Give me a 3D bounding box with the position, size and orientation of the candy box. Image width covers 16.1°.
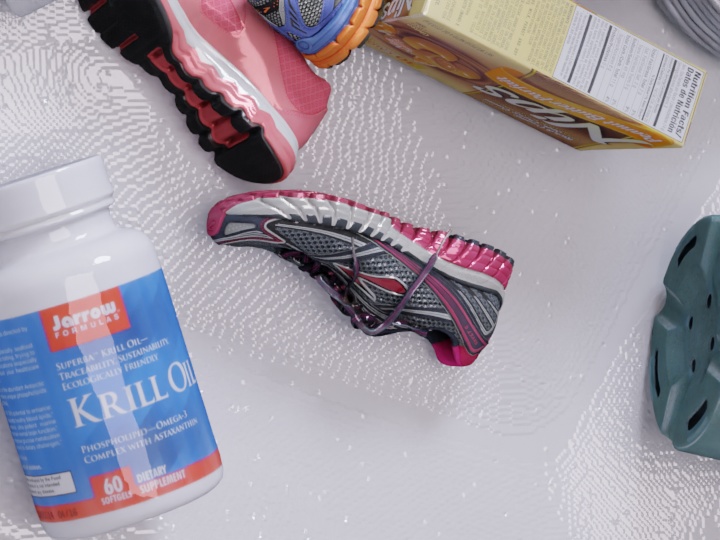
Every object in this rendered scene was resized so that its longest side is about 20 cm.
[{"bbox_3d":[0.096,-0.134,1.543,0.199,0.115,0.056,23,81,-27],"label":"candy box"}]

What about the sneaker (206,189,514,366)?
[{"bbox_3d":[0.000,0.000,1.533,0.199,0.081,0.075,18,84,-21],"label":"sneaker"}]

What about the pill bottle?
[{"bbox_3d":[-0.157,0.042,1.451,0.112,0.112,0.201,-20,96,-21],"label":"pill bottle"}]

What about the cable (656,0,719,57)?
[{"bbox_3d":[0.278,-0.229,1.655,0.200,0.069,0.201,37,76,-17],"label":"cable"}]

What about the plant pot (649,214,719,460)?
[{"bbox_3d":[0.297,0.052,1.601,0.195,0.200,0.202,8,86,-14],"label":"plant pot"}]

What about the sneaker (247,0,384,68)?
[{"bbox_3d":[-0.022,-0.223,1.507,0.078,0.075,0.201,24,60,-36],"label":"sneaker"}]

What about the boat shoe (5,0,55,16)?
[{"bbox_3d":[-0.224,-0.238,1.452,0.067,0.073,0.201,-32,81,20],"label":"boat shoe"}]

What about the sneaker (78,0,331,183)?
[{"bbox_3d":[-0.094,-0.148,1.515,0.200,0.074,0.087,52,56,-15],"label":"sneaker"}]
